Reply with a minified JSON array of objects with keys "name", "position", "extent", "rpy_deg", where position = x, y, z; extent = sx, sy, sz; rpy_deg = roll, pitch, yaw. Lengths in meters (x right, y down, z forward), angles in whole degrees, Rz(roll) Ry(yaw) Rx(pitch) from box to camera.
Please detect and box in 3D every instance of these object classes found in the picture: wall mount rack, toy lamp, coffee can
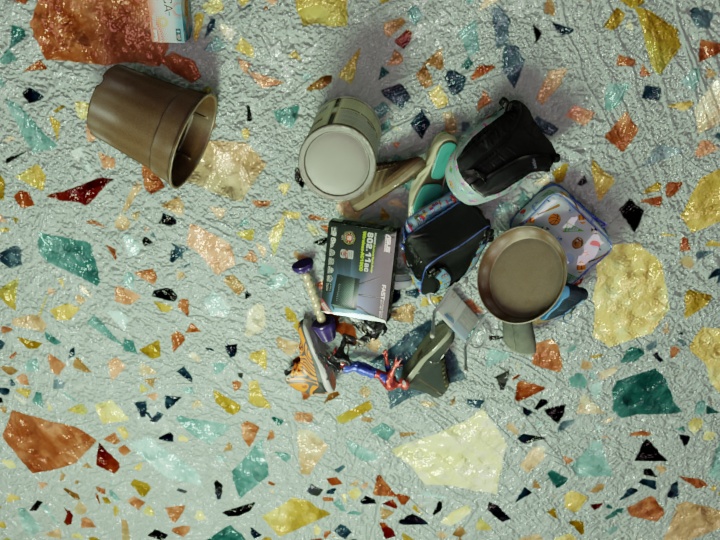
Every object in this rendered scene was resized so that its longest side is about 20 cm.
[{"name":"wall mount rack","position":[0.217,0.118,1.634],"extent":[0.200,0.175,0.074],"rpy_deg":[45,155,-18]},{"name":"toy lamp","position":[-0.100,0.071,1.693],"extent":[0.057,0.058,0.203],"rpy_deg":[-11,114,10]},{"name":"coffee can","position":[-0.035,-0.240,1.445],"extent":[0.144,0.201,0.148],"rpy_deg":[2,118,4]}]

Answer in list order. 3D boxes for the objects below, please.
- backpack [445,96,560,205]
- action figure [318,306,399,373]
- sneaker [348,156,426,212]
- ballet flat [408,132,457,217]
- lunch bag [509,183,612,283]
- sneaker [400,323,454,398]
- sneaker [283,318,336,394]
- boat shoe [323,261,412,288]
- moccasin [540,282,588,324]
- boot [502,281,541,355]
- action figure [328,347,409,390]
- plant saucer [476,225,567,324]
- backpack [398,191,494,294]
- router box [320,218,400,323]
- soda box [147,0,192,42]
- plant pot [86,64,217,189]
[{"name":"backpack","position":[0.262,-0.212,1.443],"extent":[0.199,0.127,0.168],"rpy_deg":[-37,86,-14]},{"name":"action figure","position":[-0.005,0.130,1.670],"extent":[0.102,0.200,0.119],"rpy_deg":[45,157,5]},{"name":"sneaker","position":[0.042,-0.192,1.519],"extent":[0.199,0.070,0.076],"rpy_deg":[-30,90,34]},{"name":"ballet flat","position":[0.142,-0.194,1.534],"extent":[0.069,0.070,0.202],"rpy_deg":[22,117,-6]},{"name":"lunch bag","position":[0.425,-0.074,1.563],"extent":[0.199,0.076,0.160],"rpy_deg":[39,111,-14]},{"name":"sneaker","position":[0.185,0.210,1.736],"extent":[0.105,0.075,0.201],"rpy_deg":[26,126,-13]},{"name":"sneaker","position":[-0.137,0.213,1.756],"extent":[0.110,0.078,0.203],"rpy_deg":[-11,111,16]},{"name":"boat shoe","position":[0.021,-0.019,1.634],"extent":[0.199,0.075,0.087],"rpy_deg":[12,105,7]},{"name":"moccasin","position":[0.427,0.073,1.578],"extent":[0.067,0.200,0.082],"rpy_deg":[3,84,-1]},{"name":"boot","position":[0.356,0.095,1.610],"extent":[0.071,0.182,0.203],"rpy_deg":[-13,111,-17]},{"name":"action figure","position":[0.029,0.212,1.731],"extent":[0.197,0.065,0.100],"rpy_deg":[23,108,8]},{"name":"plant saucer","position":[0.329,0.011,1.503],"extent":[0.200,0.202,0.034],"rpy_deg":[-40,144,22]},{"name":"backpack","position":[0.172,-0.045,1.552],"extent":[0.181,0.201,0.135],"rpy_deg":[-32,70,-11]},{"name":"router box","position":[0.000,0.000,1.571],"extent":[0.147,0.062,0.203],"rpy_deg":[8,103,11]},{"name":"soda box","position":[-0.362,-0.537,1.399],"extent":[0.067,0.064,0.203],"rpy_deg":[3,118,3]},{"name":"plant pot","position":[-0.413,-0.295,1.464],"extent":[0.196,0.201,0.202],"rpy_deg":[25,117,0]}]
